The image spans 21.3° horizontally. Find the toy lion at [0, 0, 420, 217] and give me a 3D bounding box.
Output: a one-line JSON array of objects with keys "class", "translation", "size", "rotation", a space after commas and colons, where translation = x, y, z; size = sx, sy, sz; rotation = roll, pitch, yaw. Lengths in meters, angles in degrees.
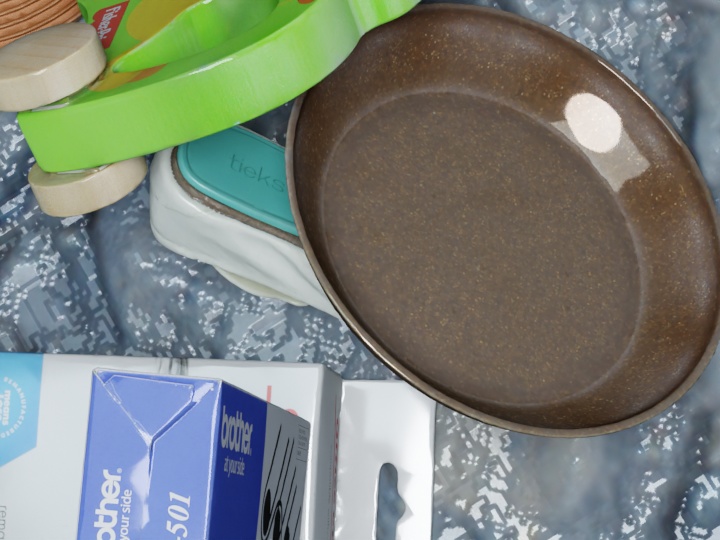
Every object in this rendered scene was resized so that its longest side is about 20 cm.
[{"class": "toy lion", "translation": [-0.040, -0.113, 0.784], "size": [0.190, 0.201, 0.069], "rotation": [-15, 118, 13]}]

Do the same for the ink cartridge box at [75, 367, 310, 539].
[{"class": "ink cartridge box", "translation": [-0.055, 0.091, 0.669], "size": [0.044, 0.200, 0.095], "rotation": [4, 82, 7]}]

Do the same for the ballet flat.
[{"class": "ballet flat", "translation": [0.000, 0.000, 0.810], "size": [0.199, 0.069, 0.070], "rotation": [25, 85, -10]}]

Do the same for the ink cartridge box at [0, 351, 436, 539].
[{"class": "ink cartridge box", "translation": [-0.071, 0.095, 0.807], "size": [0.198, 0.067, 0.117], "rotation": [1, 82, 8]}]

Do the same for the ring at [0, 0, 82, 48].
[{"class": "ring", "translation": [-0.186, -0.194, 0.854], "size": [0.198, 0.019, 0.203], "rotation": [0, 90, -14]}]

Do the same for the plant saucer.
[{"class": "plant saucer", "translation": [0.056, -0.017, 0.784], "size": [0.199, 0.037, 0.202], "rotation": [13, 56, -20]}]
